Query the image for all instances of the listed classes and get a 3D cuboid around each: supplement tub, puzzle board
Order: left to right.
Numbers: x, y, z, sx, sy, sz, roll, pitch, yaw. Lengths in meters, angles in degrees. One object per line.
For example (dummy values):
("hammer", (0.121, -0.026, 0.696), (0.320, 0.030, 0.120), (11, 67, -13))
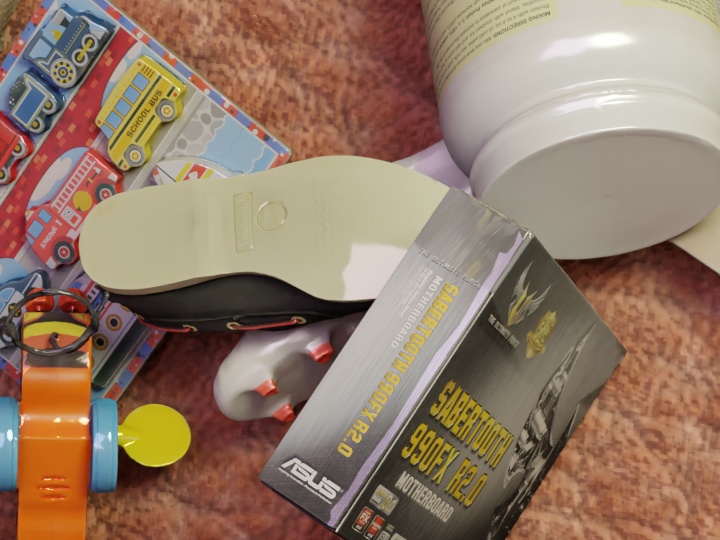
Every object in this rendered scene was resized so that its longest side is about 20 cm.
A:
("puzzle board", (-0.146, -0.031, 1.326), (0.151, 0.017, 0.200), (40, 113, 7))
("supplement tub", (0.103, -0.121, 1.258), (0.145, 0.145, 0.200), (-14, 61, 11))

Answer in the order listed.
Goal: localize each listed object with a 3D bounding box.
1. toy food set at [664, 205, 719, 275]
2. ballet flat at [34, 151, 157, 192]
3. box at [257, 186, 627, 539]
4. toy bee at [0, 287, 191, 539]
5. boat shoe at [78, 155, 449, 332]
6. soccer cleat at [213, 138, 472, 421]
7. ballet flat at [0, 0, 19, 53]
("toy food set", (0.248, -0.030, 1.262), (0.200, 0.060, 0.144), (36, 89, 29))
("ballet flat", (-0.157, -0.058, 1.374), (0.200, 0.067, 0.062), (12, 57, 16))
("box", (0.045, 0.066, 1.209), (0.048, 0.200, 0.159), (32, 84, 24))
("toy bee", (-0.146, 0.065, 1.300), (0.200, 0.131, 0.109), (-58, 23, 31))
("boat shoe", (-0.034, -0.009, 1.253), (0.201, 0.063, 0.074), (-3, 67, 18))
("soccer cleat", (0.000, 0.000, 1.315), (0.200, 0.069, 0.078), (-38, 63, -5))
("ballet flat", (-0.190, -0.188, 1.430), (0.067, 0.046, 0.200), (9, 69, 49))
